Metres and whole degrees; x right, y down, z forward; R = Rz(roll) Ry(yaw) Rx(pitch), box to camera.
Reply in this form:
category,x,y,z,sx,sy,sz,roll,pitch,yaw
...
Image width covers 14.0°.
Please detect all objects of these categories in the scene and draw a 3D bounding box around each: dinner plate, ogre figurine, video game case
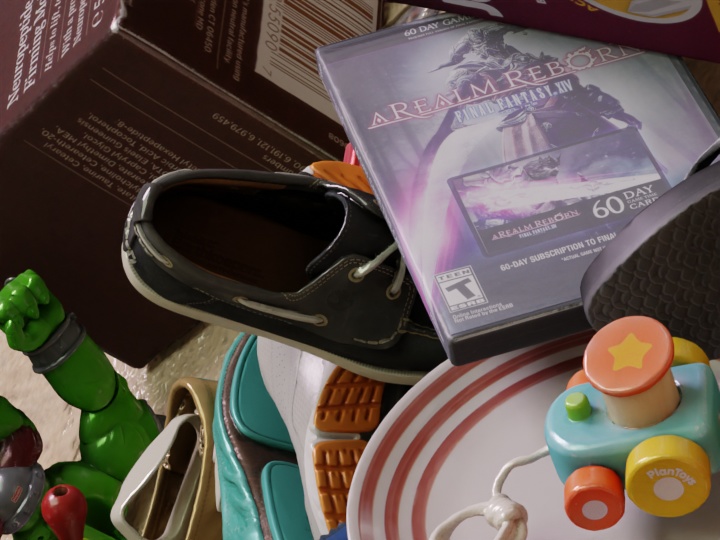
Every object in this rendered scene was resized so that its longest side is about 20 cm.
category,x,y,z,sx,sy,sz,roll,pitch,yaw
dinner plate,0.093,0.076,1.083,0.199,0.024,0.200,-15,34,10
ogre figurine,-0.174,0.116,1.468,0.098,0.120,0.201,-18,47,58
video game case,0.075,-0.048,1.195,0.142,0.019,0.200,-16,43,-7

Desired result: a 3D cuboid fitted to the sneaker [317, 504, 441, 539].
category,x,y,z,sx,sy,sz,roll,pitch,yaw
sneaker,0.016,0.135,1.101,0.200,0.078,0.066,-37,-37,-48

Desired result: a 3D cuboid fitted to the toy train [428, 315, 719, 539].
category,x,y,z,sx,sy,sz,roll,pitch,yaw
toy train,0.116,0.077,1.001,0.200,0.056,0.150,20,51,43

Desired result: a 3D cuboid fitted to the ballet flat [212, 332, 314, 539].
category,x,y,z,sx,sy,sz,roll,pitch,yaw
ballet flat,-0.041,0.102,1.323,0.071,0.067,0.200,-59,23,30

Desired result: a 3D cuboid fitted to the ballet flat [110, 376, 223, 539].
category,x,y,z,sx,sy,sz,roll,pitch,yaw
ballet flat,-0.099,0.143,1.376,0.069,0.063,0.201,-11,54,56

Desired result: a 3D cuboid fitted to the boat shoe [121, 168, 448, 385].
category,x,y,z,sx,sy,sz,roll,pitch,yaw
boat shoe,0.000,0.000,1.217,0.068,0.199,0.072,110,171,-67

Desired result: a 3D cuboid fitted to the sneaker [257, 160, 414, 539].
category,x,y,z,sx,sy,sz,roll,pitch,yaw
sneaker,-0.005,0.058,1.283,0.092,0.075,0.201,126,143,-55

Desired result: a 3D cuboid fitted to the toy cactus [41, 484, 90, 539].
category,x,y,z,sx,sy,sz,roll,pitch,yaw
toy cactus,-0.059,0.185,1.217,0.102,0.200,0.165,-38,-35,-45

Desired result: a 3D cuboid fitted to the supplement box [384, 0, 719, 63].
category,x,y,z,sx,sy,sz,roll,pitch,yaw
supplement box,0.094,-0.167,1.193,0.199,0.131,0.104,13,70,26

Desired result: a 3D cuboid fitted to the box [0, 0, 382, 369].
category,x,y,z,sx,sy,sz,roll,pitch,yaw
box,-0.112,-0.090,1.515,0.200,0.164,0.166,-38,34,36

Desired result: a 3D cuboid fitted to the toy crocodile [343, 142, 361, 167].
category,x,y,z,sx,sy,sz,roll,pitch,yaw
toy crocodile,0.027,-0.047,1.329,0.200,0.062,0.068,-18,60,64

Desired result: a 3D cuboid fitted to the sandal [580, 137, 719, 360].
category,x,y,z,sx,sy,sz,roll,pitch,yaw
sandal,0.169,-0.037,1.088,0.200,0.076,0.043,-37,34,6
